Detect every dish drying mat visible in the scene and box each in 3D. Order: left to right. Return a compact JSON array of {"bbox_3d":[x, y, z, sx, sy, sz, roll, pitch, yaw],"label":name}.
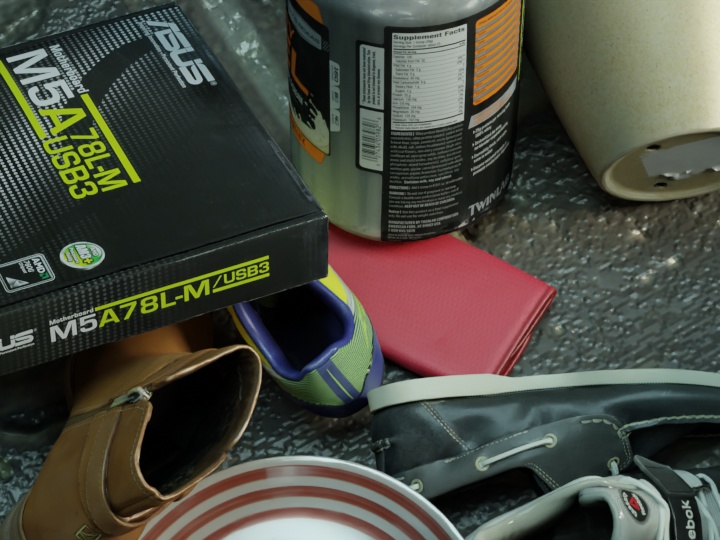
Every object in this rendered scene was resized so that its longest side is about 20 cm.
[{"bbox_3d":[0.000,0.000,1.222,0.199,0.018,0.077,26,66,22],"label":"dish drying mat"}]

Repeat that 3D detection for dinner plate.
[{"bbox_3d":[-0.031,0.186,1.089,0.198,0.024,0.202,-2,66,5],"label":"dinner plate"}]

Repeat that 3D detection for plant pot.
[{"bbox_3d":[0.153,-0.146,1.210,0.186,0.187,0.202,-9,70,4],"label":"plant pot"}]

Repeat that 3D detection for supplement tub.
[{"bbox_3d":[0.023,-0.123,1.177,0.121,0.201,0.123,0,45,0],"label":"supplement tub"}]

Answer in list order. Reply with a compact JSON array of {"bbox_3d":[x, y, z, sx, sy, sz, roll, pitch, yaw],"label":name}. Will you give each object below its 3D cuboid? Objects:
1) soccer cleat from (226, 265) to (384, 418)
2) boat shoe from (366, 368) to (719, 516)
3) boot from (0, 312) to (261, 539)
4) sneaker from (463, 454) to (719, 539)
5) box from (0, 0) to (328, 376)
[{"bbox_3d":[-0.055,-0.011,1.180,0.065,0.084,0.201,-38,64,1],"label":"soccer cleat"},{"bbox_3d":[0.104,0.084,1.127,0.198,0.072,0.068,-5,75,5],"label":"boat shoe"},{"bbox_3d":[-0.096,0.056,1.105,0.077,0.155,0.200,42,52,-10],"label":"boot"},{"bbox_3d":[0.128,0.126,1.061,0.199,0.089,0.074,-15,65,-20],"label":"sneaker"},{"bbox_3d":[-0.141,-0.043,1.142,0.192,0.048,0.200,-18,44,-17],"label":"box"}]
